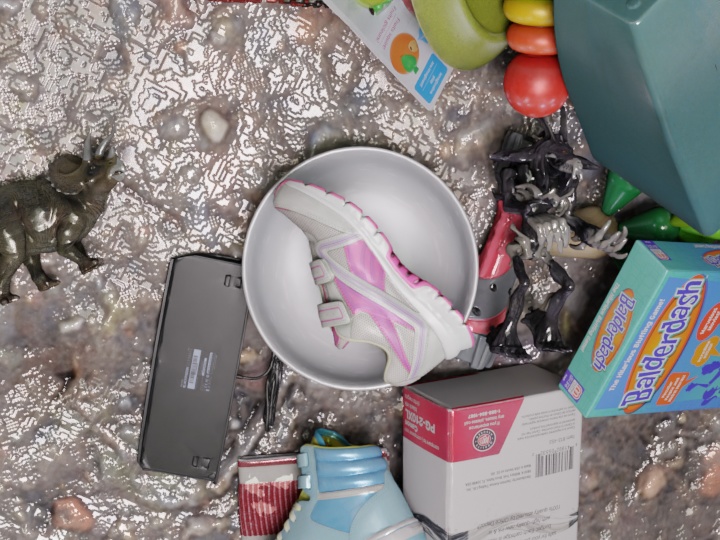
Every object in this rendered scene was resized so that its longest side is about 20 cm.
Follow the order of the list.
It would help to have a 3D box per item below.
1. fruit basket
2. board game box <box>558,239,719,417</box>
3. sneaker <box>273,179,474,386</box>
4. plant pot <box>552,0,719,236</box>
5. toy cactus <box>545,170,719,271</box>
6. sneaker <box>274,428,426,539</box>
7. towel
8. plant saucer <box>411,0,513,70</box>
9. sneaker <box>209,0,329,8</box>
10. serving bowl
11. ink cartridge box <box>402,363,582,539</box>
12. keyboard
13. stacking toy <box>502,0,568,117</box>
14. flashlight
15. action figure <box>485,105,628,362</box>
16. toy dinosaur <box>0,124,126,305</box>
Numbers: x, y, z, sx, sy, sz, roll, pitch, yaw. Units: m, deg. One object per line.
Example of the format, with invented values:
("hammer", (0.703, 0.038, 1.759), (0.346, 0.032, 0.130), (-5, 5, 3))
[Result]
("fruit basket", (0.038, -0.259, 0.975), (0.199, 0.093, 0.187), (38, 69, -31))
("board game box", (0.281, 0.050, 1.067), (0.197, 0.045, 0.154), (1, 126, -34))
("sneaker", (-0.004, 0.013, 0.988), (0.088, 0.081, 0.200), (-44, 85, -2))
("plant pot", (0.231, -0.162, 0.919), (0.141, 0.141, 0.200), (-44, 135, -3))
("toy cactus", (0.239, -0.046, 1.089), (0.162, 0.103, 0.202), (-6, 130, 17))
("sneaker", (-0.046, 0.216, 1.097), (0.198, 0.079, 0.132), (-27, 74, 20))
("towel", (-0.038, 0.263, 1.146), (0.141, 0.023, 0.204), (-4, 101, -5))
("plant saucer", (0.098, -0.259, 0.980), (0.031, 0.199, 0.204), (7, 105, 34))
("sneaker", (-0.087, -0.258, 1.009), (0.196, 0.078, 0.084), (-1, 98, -17))
("serving bowl", (0.000, 0.000, 1.062), (0.196, 0.066, 0.204), (0, 86, 2))
("ink cartridge box", (0.115, 0.198, 1.099), (0.143, 0.084, 0.204), (-6, 103, -28))
("keyboard", (-0.122, 0.089, 1.099), (0.125, 0.021, 0.204), (11, 101, -4))
("stacking toy", (0.141, -0.220, 0.965), (0.084, 0.086, 0.203), (-2, 112, -7))
("flashlight", (0.116, -0.019, 1.086), (0.067, 0.068, 0.203), (17, 99, -2))
("action figure", (0.158, -0.030, 1.013), (0.117, 0.101, 0.204), (0, 102, -35))
("toy dinosaur", (-0.272, -0.035, 1.035), (0.197, 0.077, 0.104), (-22, 92, 2))
